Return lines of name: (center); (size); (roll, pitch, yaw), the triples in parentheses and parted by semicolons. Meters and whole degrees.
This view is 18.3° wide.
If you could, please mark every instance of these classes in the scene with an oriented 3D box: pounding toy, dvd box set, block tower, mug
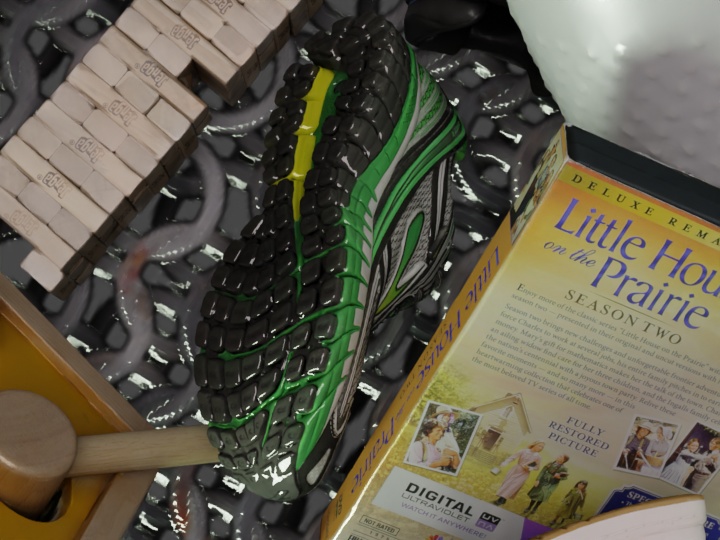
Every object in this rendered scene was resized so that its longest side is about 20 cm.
pounding toy: (-0.145, 0.073, 0.849); (0.142, 0.184, 0.200); (-39, 101, 24)
dvd box set: (0.090, 0.055, 0.826); (0.145, 0.029, 0.201); (21, 122, -14)
block tower: (-0.081, -0.082, 0.933); (0.058, 0.054, 0.200); (39, 86, 4)
mug: (0.156, -0.077, 0.825); (0.147, 0.200, 0.176); (-39, 127, -12)

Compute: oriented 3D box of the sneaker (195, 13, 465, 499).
sneaker: (0.000, 0.000, 0.878); (0.085, 0.078, 0.201); (38, 58, -34)

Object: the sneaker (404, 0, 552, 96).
sneaker: (0.037, -0.155, 0.926); (0.199, 0.077, 0.112); (38, 77, -3)

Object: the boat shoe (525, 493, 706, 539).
boat shoe: (0.041, 0.141, 0.790); (0.199, 0.071, 0.070); (-23, 80, -10)
